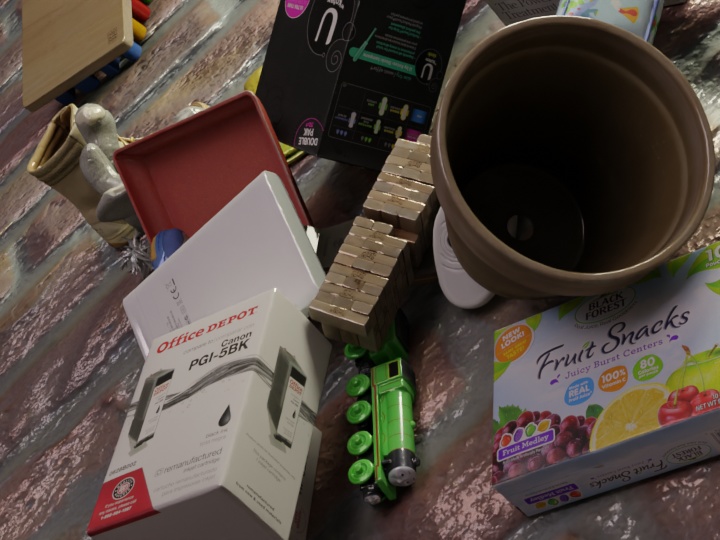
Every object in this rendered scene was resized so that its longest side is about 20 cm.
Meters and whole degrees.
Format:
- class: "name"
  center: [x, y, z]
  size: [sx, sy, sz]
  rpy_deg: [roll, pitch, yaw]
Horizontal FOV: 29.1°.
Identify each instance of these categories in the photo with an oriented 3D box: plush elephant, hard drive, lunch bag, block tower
- class: "plush elephant"
  center: [-0.210, -0.097, 1.484]
  size: [0.154, 0.163, 0.202]
  rpy_deg: [-12, 75, 57]
- class: "hard drive"
  center: [-0.122, 0.024, 1.240]
  size: [0.200, 0.027, 0.133]
  rpy_deg: [-40, 62, 25]
- class: "lunch bag"
  center: [0.196, -0.187, 1.147]
  size: [0.082, 0.161, 0.201]
  rpy_deg: [17, 62, 7]
- class: "block tower"
  center: [0.024, -0.024, 1.178]
  size: [0.054, 0.058, 0.201]
  rpy_deg: [15, 57, 21]

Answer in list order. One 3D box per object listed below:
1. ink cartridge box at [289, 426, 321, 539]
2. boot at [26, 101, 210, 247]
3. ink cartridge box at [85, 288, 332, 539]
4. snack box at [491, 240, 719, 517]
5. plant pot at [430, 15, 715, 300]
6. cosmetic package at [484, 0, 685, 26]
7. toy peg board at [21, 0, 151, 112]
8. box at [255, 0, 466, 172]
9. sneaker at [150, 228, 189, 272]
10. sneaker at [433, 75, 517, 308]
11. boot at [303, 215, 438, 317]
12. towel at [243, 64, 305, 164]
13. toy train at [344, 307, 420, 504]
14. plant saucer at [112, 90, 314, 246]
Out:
- class: "ink cartridge box"
  center: [-0.102, 0.182, 1.167]
  size: [0.199, 0.068, 0.116]
  rpy_deg: [-23, 40, 31]
- class: "boot"
  center: [-0.271, -0.147, 1.592]
  size: [0.200, 0.155, 0.073]
  rpy_deg: [-49, 35, -4]
- class: "ink cartridge box"
  center: [-0.115, 0.129, 1.094]
  size: [0.146, 0.083, 0.201]
  rpy_deg: [-23, 36, 30]
- class: "snack box"
  center: [0.188, 0.076, 0.978]
  size: [0.199, 0.053, 0.143]
  rpy_deg: [-24, 39, 29]
- class: "plant pot"
  center: [0.139, -0.060, 1.030]
  size: [0.201, 0.199, 0.174]
  rpy_deg: [-61, -3, -19]
- class: "cosmetic package"
  center: [0.183, -0.294, 1.263]
  size: [0.199, 0.151, 0.052]
  rpy_deg: [-3, 53, 46]
- class: "toy peg board"
  center: [-0.376, -0.332, 1.965]
  size: [0.199, 0.098, 0.201]
  rpy_deg: [-27, 55, 27]
- class: "box"
  center: [-0.004, -0.207, 1.337]
  size: [0.148, 0.123, 0.202]
  rpy_deg: [27, 104, 54]
- class: "sneaker"
  center: [-0.129, 0.029, 1.316]
  size: [0.088, 0.075, 0.201]
  rpy_deg: [-37, 63, 11]
- class: "sneaker"
  center: [0.117, -0.068, 1.188]
  size: [0.072, 0.112, 0.202]
  rpy_deg: [3, 91, 26]
- class: "boot"
  center: [0.000, 0.000, 1.251]
  size: [0.198, 0.076, 0.074]
  rpy_deg: [-2, 45, 23]
- class: "towel"
  center: [-0.068, -0.199, 1.547]
  size: [0.143, 0.023, 0.201]
  rpy_deg: [-35, 36, 16]
- class: "toy train"
  center: [0.019, 0.105, 1.143]
  size: [0.056, 0.042, 0.201]
  rpy_deg: [-21, 41, 16]
- class: "plant saucer"
  center: [-0.129, -0.056, 1.355]
  size: [0.198, 0.202, 0.037]
  rpy_deg: [-18, 10, 36]
